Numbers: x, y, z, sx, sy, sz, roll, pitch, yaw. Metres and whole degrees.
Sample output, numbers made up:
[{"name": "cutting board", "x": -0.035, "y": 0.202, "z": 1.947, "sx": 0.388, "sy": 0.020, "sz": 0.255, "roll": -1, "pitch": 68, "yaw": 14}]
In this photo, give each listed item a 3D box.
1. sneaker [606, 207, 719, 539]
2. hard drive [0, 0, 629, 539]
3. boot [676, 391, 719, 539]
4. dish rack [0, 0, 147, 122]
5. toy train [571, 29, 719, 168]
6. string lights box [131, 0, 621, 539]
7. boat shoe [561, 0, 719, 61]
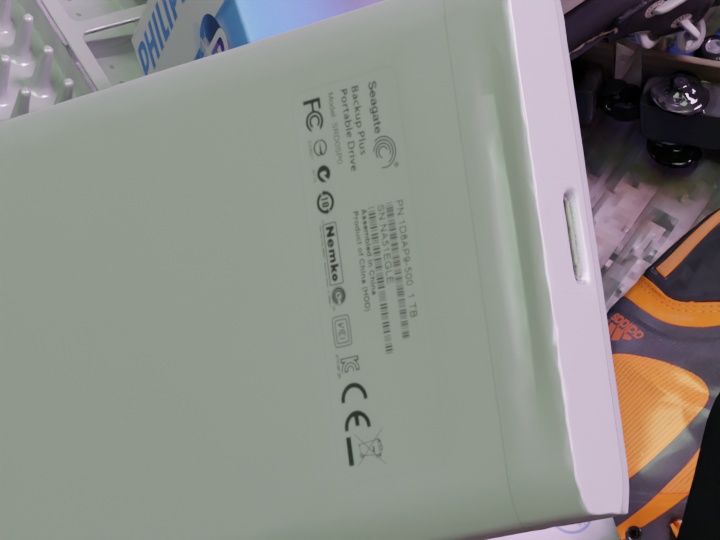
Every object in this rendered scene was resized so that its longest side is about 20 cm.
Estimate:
[{"name": "sneaker", "x": 0.134, "y": 0.078, "z": 0.798, "sx": 0.112, "sy": 0.078, "sz": 0.200, "roll": -34, "pitch": 66, "yaw": 5}, {"name": "hard drive", "x": -0.029, "y": 0.011, "z": 0.740, "sx": 0.200, "sy": 0.027, "sz": 0.132, "roll": -14, "pitch": 79, "yaw": 36}, {"name": "boot", "x": 0.032, "y": 0.117, "z": 0.718, "sx": 0.199, "sy": 0.165, "sz": 0.066, "roll": -13, "pitch": 21, "yaw": -7}, {"name": "dish rack", "x": -0.134, "y": -0.053, "z": 0.882, "sx": 0.199, "sy": 0.044, "sz": 0.172, "roll": -14, "pitch": 56, "yaw": -30}, {"name": "toy train", "x": 0.056, "y": -0.066, "z": 0.909, "sx": 0.199, "sy": 0.034, "sz": 0.046, "roll": 13, "pitch": 51, "yaw": 15}, {"name": "string lights box", "x": 0.000, "y": 0.000, "z": 0.801, "sx": 0.059, "sy": 0.103, "sz": 0.201, "roll": -13, "pitch": 74, "yaw": -19}, {"name": "boat shoe", "x": 0.093, "y": -0.088, "z": 0.852, "sx": 0.200, "sy": 0.063, "sz": 0.073, "roll": -34, "pitch": 25, "yaw": 9}]
